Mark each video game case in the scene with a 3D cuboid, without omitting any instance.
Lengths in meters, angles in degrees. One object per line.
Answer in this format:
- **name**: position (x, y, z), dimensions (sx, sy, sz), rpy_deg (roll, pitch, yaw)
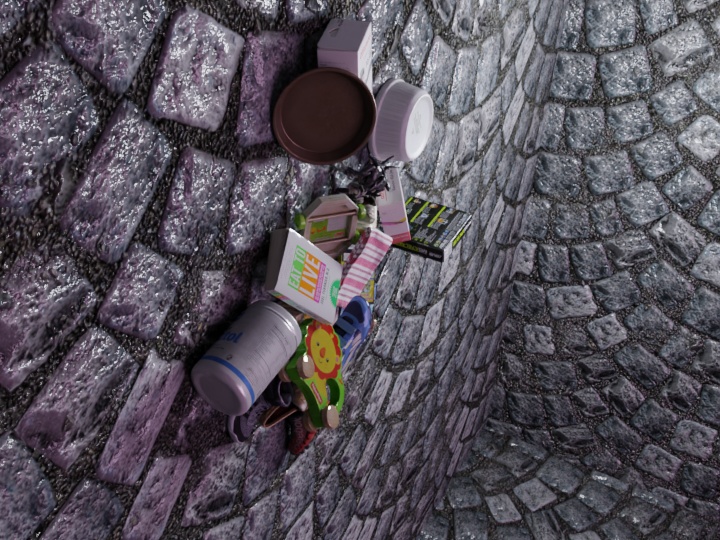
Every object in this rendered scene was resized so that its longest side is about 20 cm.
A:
- **video game case**: position (-0.014, -0.005, 1.884), dimensions (0.200, 0.025, 0.182), rpy_deg (1, 91, -65)

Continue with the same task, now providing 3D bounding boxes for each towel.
- **towel**: position (0.000, 0.000, 1.735), dimensions (0.201, 0.030, 0.146), rpy_deg (-58, 159, 6)

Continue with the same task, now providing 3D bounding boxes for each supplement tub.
- **supplement tub**: position (-0.217, 0.167, 1.475), dimensions (0.200, 0.131, 0.133), rpy_deg (-52, 151, -40)

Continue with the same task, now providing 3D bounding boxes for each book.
- **book**: position (-0.115, 0.016, 1.581), dimensions (0.200, 0.048, 0.135), rpy_deg (34, 57, -49)

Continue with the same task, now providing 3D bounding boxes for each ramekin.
- **ramekin**: position (0.102, -0.355, 1.856), dimensions (0.202, 0.094, 0.203), rpy_deg (-47, 147, -44)

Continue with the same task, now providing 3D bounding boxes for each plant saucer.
- **plant saucer**: position (-0.068, -0.292, 1.447), dimensions (0.030, 0.198, 0.201), rpy_deg (-107, -167, -51)

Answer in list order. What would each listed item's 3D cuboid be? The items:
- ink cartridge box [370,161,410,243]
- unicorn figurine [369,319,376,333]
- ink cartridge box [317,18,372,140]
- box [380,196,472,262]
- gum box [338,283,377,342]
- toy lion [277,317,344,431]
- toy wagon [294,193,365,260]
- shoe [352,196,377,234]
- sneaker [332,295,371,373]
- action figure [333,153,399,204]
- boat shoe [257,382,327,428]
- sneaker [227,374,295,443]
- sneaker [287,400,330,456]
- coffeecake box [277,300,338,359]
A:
- **ink cartridge box**: position (0.075, -0.171, 1.905), dimensions (0.200, 0.067, 0.117), rpy_deg (72, 7, -55)
- **unicorn figurine**: position (-0.027, 0.167, 1.854), dimensions (0.138, 0.074, 0.200), rpy_deg (-55, 175, -17)
- **ink cartridge box**: position (-0.027, -0.372, 1.515), dimensions (0.147, 0.082, 0.201), rpy_deg (-74, 166, -48)
- **box**: position (0.179, -0.115, 2.090), dimensions (0.200, 0.192, 0.048), rpy_deg (-49, 147, -44)
- **gum box**: position (-0.031, 0.127, 1.983), dimensions (0.200, 0.044, 0.171), rpy_deg (-22, 127, -60)
- **toy lion**: position (-0.086, 0.207, 1.621), dimensions (0.201, 0.068, 0.192), rpy_deg (66, 30, -18)
- **toy wagon**: position (-0.074, -0.071, 1.654), dimensions (0.154, 0.040, 0.201), rpy_deg (-11, 133, -26)
- **shoe**: position (0.004, -0.140, 1.776), dimensions (0.200, 0.069, 0.054), rpy_deg (-90, -176, -63)
- **sneaker**: position (-0.041, 0.150, 1.731), dimensions (0.082, 0.074, 0.201), rpy_deg (10, 107, -55)
- **action figure**: position (-0.010, -0.192, 1.711), dimensions (0.200, 0.102, 0.119), rpy_deg (-43, 140, -13)
- **boat shoe**: position (-0.140, 0.282, 1.691), dimensions (0.199, 0.069, 0.074), rpy_deg (-31, 142, 0)
- **sneaker**: position (-0.206, 0.282, 1.610), dimensions (0.075, 0.113, 0.202), rpy_deg (-4, 111, -65)
- **sneaker**: position (-0.142, 0.374, 1.888), dimensions (0.201, 0.098, 0.071), rpy_deg (-59, 180, 34)
- **coffeecake box**: position (-0.129, 0.129, 1.725), dimensions (0.200, 0.073, 0.155), rpy_deg (-32, 134, -58)
